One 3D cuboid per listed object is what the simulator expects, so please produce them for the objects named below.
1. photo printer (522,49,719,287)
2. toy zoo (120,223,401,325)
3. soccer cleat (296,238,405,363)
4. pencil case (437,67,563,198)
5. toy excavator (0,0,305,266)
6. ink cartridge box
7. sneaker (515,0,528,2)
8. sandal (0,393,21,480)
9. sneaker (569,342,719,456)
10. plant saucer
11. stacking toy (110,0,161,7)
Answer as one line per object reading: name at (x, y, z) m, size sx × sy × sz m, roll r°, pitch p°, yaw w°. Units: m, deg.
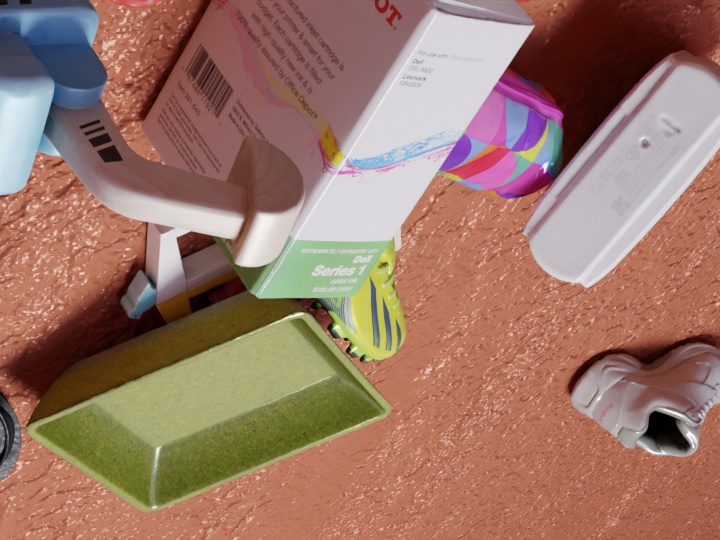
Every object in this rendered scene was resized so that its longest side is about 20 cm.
photo printer at (0.192, -0.074, 1.214) m, size 0.166 × 0.069 × 0.200 m, roll -51°, pitch 175°, yaw 14°
toy zoo at (-0.065, -0.018, 1.157) m, size 0.200 × 0.020 × 0.131 m, roll -26°, pitch 147°, yaw -14°
soccer cleat at (0.000, 0.000, 1.162) m, size 0.084 × 0.065 × 0.200 m, roll -39°, pitch 148°, yaw 1°
pencil case at (0.059, -0.099, 1.087) m, size 0.088 × 0.088 × 0.200 m, roll -44°, pitch 156°, yaw 15°
toy excavator at (-0.148, -0.072, 0.838) m, size 0.194 × 0.200 × 0.100 m, roll -7°, pitch 139°, yaw -37°
ink cartridge box at (-0.018, -0.105, 0.968) m, size 0.084 × 0.145 × 0.200 m, roll 1°, pitch 133°, yaw -44°
sneaker at (0.111, -0.191, 1.063) m, size 0.200 × 0.078 × 0.116 m, roll 19°, pitch 130°, yaw -39°
sandal at (-0.252, 0.090, 1.098) m, size 0.075 × 0.048 × 0.201 m, roll -25°, pitch 146°, yaw -16°
sneaker at (0.282, 0.127, 1.596) m, size 0.200 × 0.099 × 0.078 m, roll -7°, pitch 139°, yaw -37°
plant saucer at (-0.100, 0.082, 1.193) m, size 0.199 × 0.048 × 0.200 m, roll -23°, pitch 151°, yaw 8°
stacking toy at (-0.101, -0.206, 0.836) m, size 0.085 × 0.085 × 0.200 m, roll -18°, pitch 151°, yaw -26°
